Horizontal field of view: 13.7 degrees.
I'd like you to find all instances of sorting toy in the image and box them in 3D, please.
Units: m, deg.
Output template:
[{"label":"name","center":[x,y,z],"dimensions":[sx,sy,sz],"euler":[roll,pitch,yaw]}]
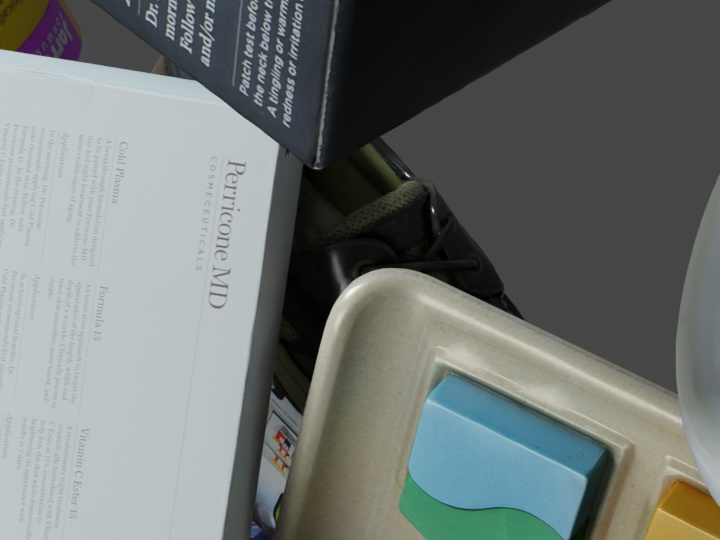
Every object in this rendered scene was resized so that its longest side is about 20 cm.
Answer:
[{"label":"sorting toy","center":[0.065,0.111,0.883],"dimensions":[0.200,0.036,0.185],"euler":[23,126,12]}]

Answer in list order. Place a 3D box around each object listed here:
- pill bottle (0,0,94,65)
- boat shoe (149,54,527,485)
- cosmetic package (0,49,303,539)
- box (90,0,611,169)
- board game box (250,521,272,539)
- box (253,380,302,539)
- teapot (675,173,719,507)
[{"label":"pill bottle","center":[-0.156,-0.086,1.006],"dimensions":[0.104,0.104,0.200],"euler":[12,140,46]},{"label":"boat shoe","center":[0.000,0.000,0.923],"dimensions":[0.200,0.073,0.065],"euler":[42,141,16]},{"label":"cosmetic package","center":[-0.104,0.036,0.896],"dimensions":[0.151,0.052,0.200],"euler":[10,99,10]},{"label":"box","center":[-0.003,-0.155,0.706],"dimensions":[0.197,0.200,0.124],"euler":[39,141,26]},{"label":"board game box","center":[-0.111,0.137,1.104],"dimensions":[0.200,0.135,0.034],"euler":[-15,105,54]},{"label":"box","center":[0.010,0.071,0.995],"dimensions":[0.200,0.035,0.110],"euler":[46,143,17]},{"label":"teapot","center":[0.173,0.011,0.661],"dimensions":[0.146,0.198,0.200],"euler":[30,177,-22]}]
